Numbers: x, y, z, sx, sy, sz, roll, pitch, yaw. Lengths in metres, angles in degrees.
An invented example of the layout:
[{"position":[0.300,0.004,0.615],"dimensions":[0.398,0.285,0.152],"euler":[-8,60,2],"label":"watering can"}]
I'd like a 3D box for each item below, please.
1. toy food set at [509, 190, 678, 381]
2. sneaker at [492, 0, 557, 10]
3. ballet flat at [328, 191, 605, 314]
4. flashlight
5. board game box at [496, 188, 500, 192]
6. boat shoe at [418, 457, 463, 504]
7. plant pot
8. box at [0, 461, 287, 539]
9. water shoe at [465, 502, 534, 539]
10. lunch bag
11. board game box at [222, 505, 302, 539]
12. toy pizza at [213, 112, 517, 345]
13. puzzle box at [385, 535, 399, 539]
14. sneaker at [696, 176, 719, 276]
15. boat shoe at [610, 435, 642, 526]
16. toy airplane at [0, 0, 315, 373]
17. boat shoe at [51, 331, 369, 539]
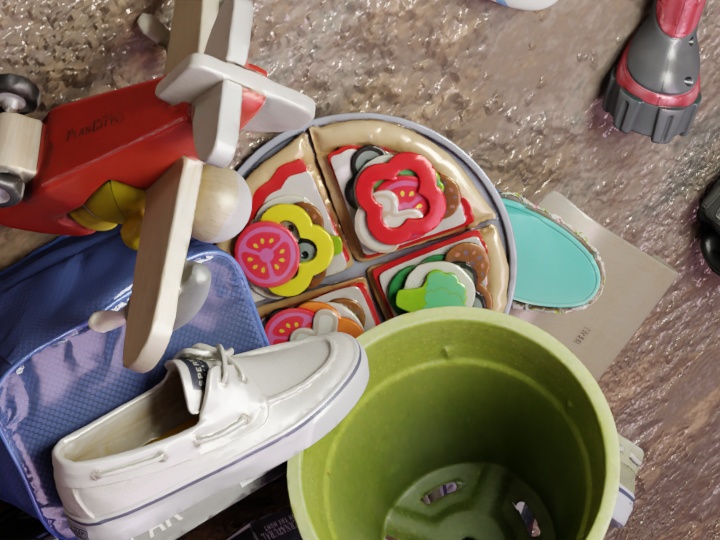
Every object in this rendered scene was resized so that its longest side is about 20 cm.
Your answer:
[{"position":[0.136,0.027,1.598],"dimensions":[0.144,0.060,0.200],"euler":[-53,152,8],"label":"toy food set"},{"position":[0.088,-0.214,1.401],"dimensions":[0.072,0.072,0.200],"euler":[-47,145,-2],"label":"sneaker"},{"position":[0.062,-0.023,1.486],"dimensions":[0.064,0.199,0.076],"euler":[-120,-133,-86],"label":"ballet flat"},{"position":[0.222,-0.187,1.562],"dimensions":[0.068,0.068,0.201],"euler":[-20,137,-39],"label":"flashlight"},{"position":[0.057,0.058,1.632],"dimensions":[0.196,0.056,0.200],"euler":[-43,143,-6],"label":"board game box"},{"position":[0.029,0.105,1.557],"dimensions":[0.062,0.072,0.201],"euler":[-22,133,-2],"label":"boat shoe"},{"position":[0.062,0.151,1.435],"dimensions":[0.200,0.200,0.190],"euler":[-39,159,-11],"label":"plant pot"},{"position":[-0.148,0.146,1.434],"dimensions":[0.199,0.160,0.044],"euler":[-30,99,-21],"label":"box"},{"position":[0.094,0.172,1.727],"dimensions":[0.072,0.079,0.201],"euler":[-51,164,-35],"label":"water shoe"},{"position":[-0.152,0.049,1.357],"dimensions":[0.199,0.132,0.137],"euler":[-30,122,-23],"label":"lunch bag"},{"position":[-0.068,0.193,1.550],"dimensions":[0.135,0.028,0.200],"euler":[-35,170,27],"label":"board game box"},{"position":[0.000,0.000,1.440],"dimensions":[0.199,0.032,0.202],"euler":[0,108,1],"label":"toy pizza"},{"position":[-0.037,0.214,1.587],"dimensions":[0.133,0.026,0.200],"euler":[-35,171,27],"label":"puzzle box"},{"position":[0.320,-0.021,1.810],"dimensions":[0.098,0.071,0.201],"euler":[-44,141,-4],"label":"sneaker"},{"position":[0.149,0.126,1.605],"dimensions":[0.200,0.072,0.062],"euler":[45,62,-62],"label":"boat shoe"},{"position":[-0.101,-0.064,1.245],"dimensions":[0.200,0.199,0.141],"euler":[-51,133,3],"label":"toy airplane"},{"position":[-0.085,0.077,1.290],"dimensions":[0.199,0.071,0.070],"euler":[-27,124,-17],"label":"boat shoe"}]
